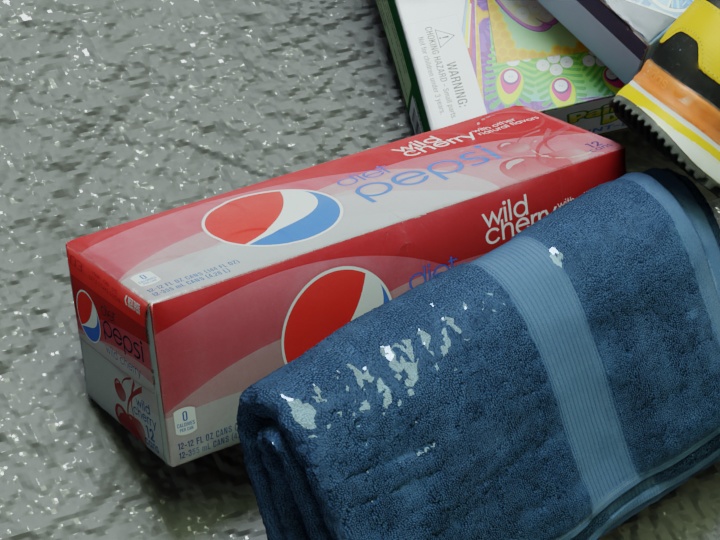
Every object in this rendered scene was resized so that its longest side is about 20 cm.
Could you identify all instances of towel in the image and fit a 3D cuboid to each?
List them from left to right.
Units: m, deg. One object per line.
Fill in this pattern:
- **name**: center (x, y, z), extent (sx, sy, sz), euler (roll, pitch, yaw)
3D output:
- **towel**: center (0.055, 0.047, 0.728), extent (0.199, 0.112, 0.048), euler (-28, 18, -30)

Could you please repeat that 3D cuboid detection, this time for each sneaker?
- **sneaker**: center (0.182, -0.054, 0.805), extent (0.200, 0.090, 0.070), euler (22, 17, -45)

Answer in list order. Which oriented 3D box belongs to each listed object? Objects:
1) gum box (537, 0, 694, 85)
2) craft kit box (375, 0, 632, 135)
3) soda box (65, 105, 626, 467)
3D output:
- **gum box**: center (0.123, -0.196, 0.861), extent (0.200, 0.045, 0.170), euler (-41, 75, -16)
- **craft kit box**: center (0.097, -0.154, 0.890), extent (0.196, 0.049, 0.201), euler (-13, 70, -9)
- **soda box**: center (0.000, 0.000, 0.766), extent (0.199, 0.064, 0.070), euler (-19, 28, -28)
